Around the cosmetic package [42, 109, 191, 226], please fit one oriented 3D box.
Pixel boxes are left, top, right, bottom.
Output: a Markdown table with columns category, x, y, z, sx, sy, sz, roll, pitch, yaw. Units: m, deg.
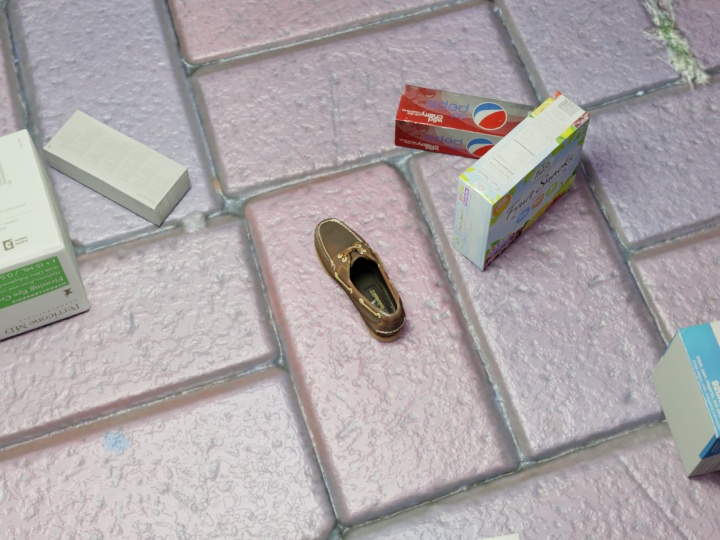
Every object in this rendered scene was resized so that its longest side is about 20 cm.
| category | x | y | z | sx | sy | sz | roll | pitch | yaw |
| --- | --- | --- | --- | --- | --- | --- | --- | --- | --- |
| cosmetic package | -0.347 | -0.147 | 1.598 | 0.199 | 0.051 | 0.083 | 28 | 63 | 15 |

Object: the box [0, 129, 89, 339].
| category | x | y | z | sx | sy | sz | roll | pitch | yaw |
| --- | --- | --- | --- | --- | --- | --- | --- | --- | --- |
| box | -0.487 | -0.035 | 1.467 | 0.197 | 0.172 | 0.201 | -19 | 63 | -10 |

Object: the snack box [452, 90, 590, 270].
| category | x | y | z | sx | sy | sz | roll | pitch | yaw |
| --- | --- | --- | --- | --- | --- | --- | --- | --- | --- |
| snack box | 0.215 | -0.120 | 1.515 | 0.068 | 0.169 | 0.200 | 39 | 67 | 21 |

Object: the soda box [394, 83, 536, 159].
| category | x | y | z | sx | sy | sz | roll | pitch | yaw |
| --- | --- | --- | --- | --- | --- | --- | --- | --- | --- |
| soda box | 0.151 | -0.210 | 1.626 | 0.198 | 0.064 | 0.071 | 10 | 60 | 7 |

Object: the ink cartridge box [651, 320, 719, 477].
| category | x | y | z | sx | sy | sz | roll | pitch | yaw |
| --- | --- | --- | --- | --- | --- | --- | --- | --- | --- |
| ink cartridge box | 0.489 | 0.147 | 1.379 | 0.198 | 0.148 | 0.146 | -11 | 61 | -5 |

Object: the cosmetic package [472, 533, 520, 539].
| category | x | y | z | sx | sy | sz | roll | pitch | yaw |
| --- | --- | --- | --- | --- | --- | --- | --- | --- | --- |
| cosmetic package | 0.095 | 0.377 | 1.287 | 0.197 | 0.085 | 0.109 | -6 | 62 | -4 |

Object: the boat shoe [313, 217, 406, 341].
| category | x | y | z | sx | sy | sz | roll | pitch | yaw |
| --- | --- | --- | --- | --- | --- | --- | --- | --- | --- |
| boat shoe | 0.000 | 0.000 | 1.506 | 0.070 | 0.071 | 0.201 | -30 | 64 | -15 |
